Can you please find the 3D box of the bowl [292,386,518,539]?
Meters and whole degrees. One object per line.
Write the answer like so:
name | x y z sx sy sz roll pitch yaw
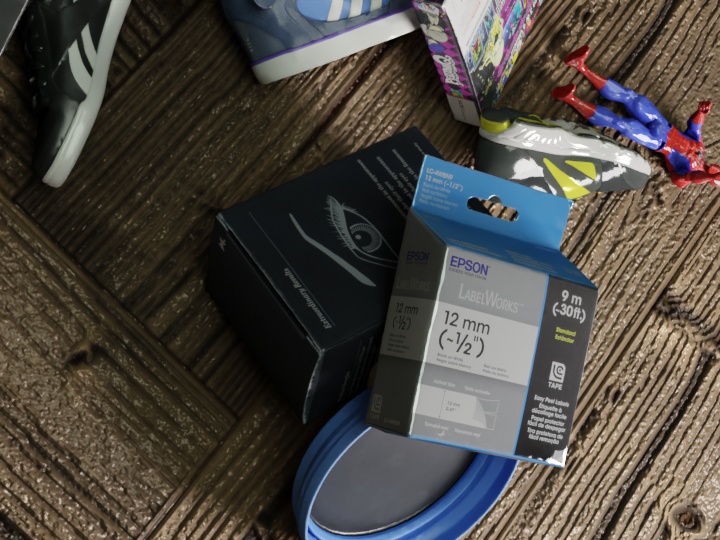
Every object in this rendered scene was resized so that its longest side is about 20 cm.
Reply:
bowl | 0.036 0.157 1.121 0.199 0.039 0.202 -19 135 -21

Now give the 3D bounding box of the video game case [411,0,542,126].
video game case | 0.114 -0.254 1.209 0.201 0.036 0.182 -65 155 -18

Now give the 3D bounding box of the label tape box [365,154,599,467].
label tape box | 0.096 0.030 1.030 0.142 0.066 0.202 15 87 -30

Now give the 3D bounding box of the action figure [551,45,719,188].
action figure | 0.283 -0.135 1.313 0.199 0.099 0.066 31 72 -23

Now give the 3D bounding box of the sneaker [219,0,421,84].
sneaker | -0.026 -0.252 1.173 0.199 0.080 0.148 -24 100 -22

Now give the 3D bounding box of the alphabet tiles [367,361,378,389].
alphabet tiles | 0.083 0.080 1.145 0.194 0.201 0.015 -21 56 -28

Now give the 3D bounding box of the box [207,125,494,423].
box | 0.000 0.000 1.113 0.199 0.105 0.148 -25 62 -26

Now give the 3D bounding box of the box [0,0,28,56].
box | -0.306 -0.161 0.949 0.124 0.149 0.201 25 98 -22

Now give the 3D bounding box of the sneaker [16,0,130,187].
sneaker | -0.244 -0.168 1.064 0.111 0.073 0.202 20 67 -20

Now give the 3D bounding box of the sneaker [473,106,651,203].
sneaker | 0.174 -0.090 1.275 0.198 0.074 0.085 10 108 -33
